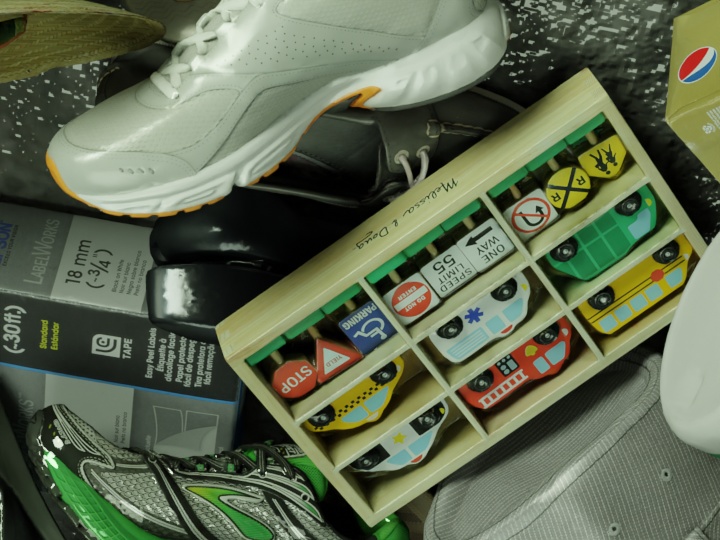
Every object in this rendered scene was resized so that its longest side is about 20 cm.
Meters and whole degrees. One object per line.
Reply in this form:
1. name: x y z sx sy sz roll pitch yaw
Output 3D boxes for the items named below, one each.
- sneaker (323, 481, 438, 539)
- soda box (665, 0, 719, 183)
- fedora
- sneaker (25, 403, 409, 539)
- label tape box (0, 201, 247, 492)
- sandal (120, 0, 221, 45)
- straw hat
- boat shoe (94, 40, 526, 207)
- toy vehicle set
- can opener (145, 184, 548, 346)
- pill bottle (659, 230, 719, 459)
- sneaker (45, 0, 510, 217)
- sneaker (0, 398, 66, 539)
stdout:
1. sneaker: -0.003 0.089 1.201 0.075 0.071 0.200 -16 130 26
2. soda box: 0.210 -0.035 1.037 0.064 0.068 0.200 -24 127 31
3. fedora: 0.096 0.108 1.120 0.200 0.177 0.090 -42 118 -3
4. sneaker: -0.067 0.107 1.154 0.199 0.078 0.085 27 98 -23
5. label tape box: -0.152 0.041 1.185 0.199 0.063 0.145 10 135 0
6. sandal: -0.101 -0.159 0.978 0.081 0.055 0.200 -8 133 18
7. straw hat: -0.181 -0.126 0.995 0.200 0.086 0.201 -7 177 0
8. boat shoe: -0.019 -0.053 1.068 0.199 0.057 0.067 11 135 0
9. toy vehicle set: 0.050 0.015 1.078 0.200 0.027 0.124 -35 125 7
10. can opener: 0.000 0.000 1.118 0.199 0.079 0.063 4 175 -12
11. pill bottle: 0.233 0.054 0.994 0.199 0.113 0.113 24 134 -15
12. sneaker: -0.041 -0.096 0.986 0.199 0.076 0.092 -26 125 -12
13. sneaker: -0.192 0.143 1.137 0.076 0.114 0.200 -10 109 53
